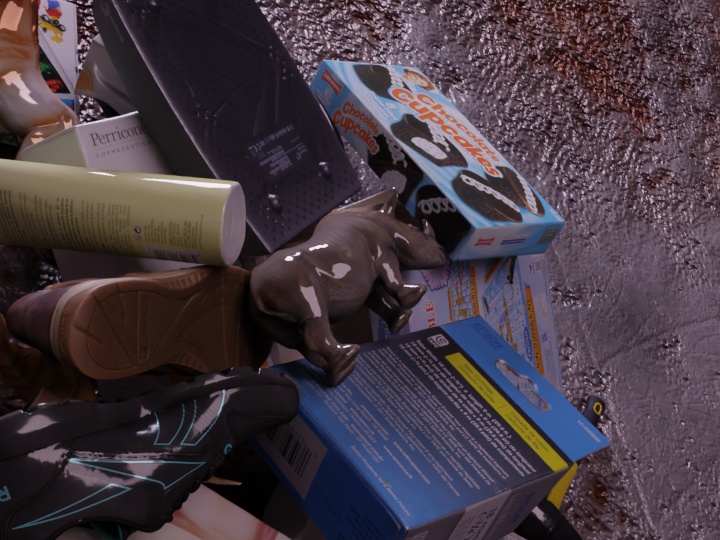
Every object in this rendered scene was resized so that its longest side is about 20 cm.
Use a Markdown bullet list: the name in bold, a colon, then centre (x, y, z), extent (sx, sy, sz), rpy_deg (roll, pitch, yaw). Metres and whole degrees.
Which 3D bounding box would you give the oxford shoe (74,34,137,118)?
- **oxford shoe**: centre (-0.143, -0.096, 0.915), extent (0.200, 0.075, 0.058), rpy_deg (45, 78, -29)

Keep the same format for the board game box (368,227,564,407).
- **board game box**: centre (0.088, 0.059, 0.948), extent (0.199, 0.041, 0.201), rpy_deg (-12, 96, -49)

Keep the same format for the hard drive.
- **hard drive**: centre (-0.090, -0.113, 0.801), extent (0.201, 0.042, 0.135), rpy_deg (58, 39, -6)

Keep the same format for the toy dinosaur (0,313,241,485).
- **toy dinosaur**: centre (-0.178, 0.083, 0.734), extent (0.060, 0.106, 0.200), rpy_deg (-51, 123, -6)

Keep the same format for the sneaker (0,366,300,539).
- **sneaker**: centre (-0.118, 0.104, 0.662), extent (0.199, 0.075, 0.080), rpy_deg (-10, 79, -35)

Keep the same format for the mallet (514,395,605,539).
- **mallet**: centre (0.184, 0.178, 1.021), extent (0.066, 0.041, 0.200), rpy_deg (51, 39, 1)

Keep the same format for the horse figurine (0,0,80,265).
- **horse figurine**: centre (-0.242, -0.103, 0.812), extent (0.132, 0.050, 0.201), rpy_deg (-38, 107, -32)

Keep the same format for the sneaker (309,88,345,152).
- **sneaker**: centre (-0.058, -0.120, 0.947), extent (0.087, 0.076, 0.200), rpy_deg (18, 18, -47)

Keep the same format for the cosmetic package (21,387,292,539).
- **cosmetic package**: centre (-0.139, 0.170, 0.711), extent (0.200, 0.103, 0.087), rpy_deg (36, 46, -16)

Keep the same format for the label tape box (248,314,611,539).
- **label tape box**: centre (0.045, 0.111, 0.782), extent (0.199, 0.063, 0.144), rpy_deg (-10, 45, -42)

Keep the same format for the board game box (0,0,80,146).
- **board game box**: centre (-0.301, -0.162, 0.854), extent (0.199, 0.035, 0.127), rpy_deg (12, 57, -34)

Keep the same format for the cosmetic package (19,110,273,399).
- **cosmetic package**: centre (-0.141, -0.003, 0.806), extent (0.101, 0.071, 0.201), rpy_deg (-24, 98, -46)

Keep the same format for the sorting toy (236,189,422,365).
- **sorting toy**: centre (-0.025, 0.040, 0.905), extent (0.200, 0.107, 0.181), rpy_deg (-12, 79, -49)

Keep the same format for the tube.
- **tube**: centre (-0.170, -0.038, 0.719), extent (0.052, 0.199, 0.058), rpy_deg (-33, 128, -78)

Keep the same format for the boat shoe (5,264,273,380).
- **boat shoe**: centre (-0.126, 0.031, 0.717), extent (0.200, 0.072, 0.073), rpy_deg (-3, 97, -60)

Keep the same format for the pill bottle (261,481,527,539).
- **pill bottle**: centre (0.033, 0.204, 0.821), extent (0.199, 0.111, 0.111), rpy_deg (31, 46, -19)

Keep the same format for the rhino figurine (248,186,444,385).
- **rhino figurine**: centre (0.000, 0.000, 0.783), extent (0.087, 0.060, 0.200), rpy_deg (41, 38, 9)

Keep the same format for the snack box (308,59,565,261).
- **snack box**: centre (0.058, -0.089, 0.932), extent (0.116, 0.037, 0.200), rpy_deg (-5, 47, -47)
